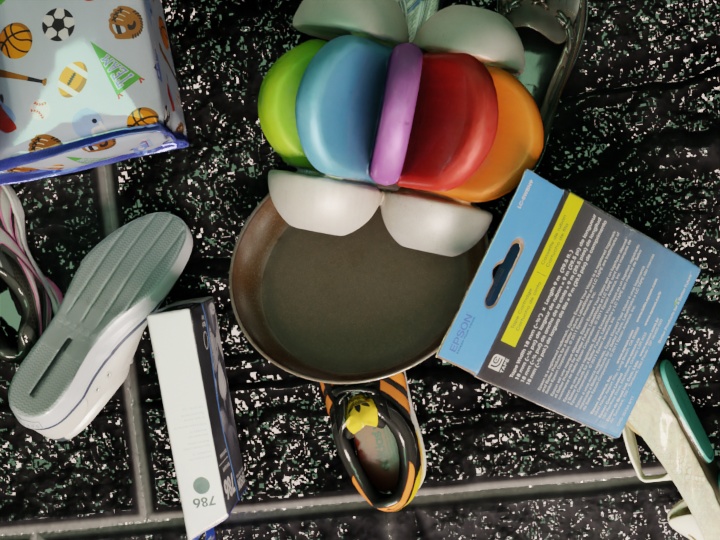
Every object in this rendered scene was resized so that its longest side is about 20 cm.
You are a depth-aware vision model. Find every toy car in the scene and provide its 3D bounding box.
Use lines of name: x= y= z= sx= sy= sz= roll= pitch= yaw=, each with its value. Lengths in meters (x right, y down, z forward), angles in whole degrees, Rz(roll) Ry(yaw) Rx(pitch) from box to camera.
toy car: x=0.031 y=-0.104 z=0.983 sx=0.198 sy=0.150 sz=0.177 roll=10 pitch=93 yaw=-11

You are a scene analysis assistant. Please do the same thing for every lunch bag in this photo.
lunch bag: x=-0.248 y=-0.157 z=1.080 sx=0.198 sy=0.124 sz=0.172 roll=-11 pitch=86 yaw=5

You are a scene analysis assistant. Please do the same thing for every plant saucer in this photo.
plant saucer: x=0.000 y=0.000 z=1.077 sx=0.198 sy=0.032 sz=0.202 roll=-6 pitch=60 yaw=10

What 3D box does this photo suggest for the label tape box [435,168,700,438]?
label tape box: x=0.138 y=0.021 z=1.033 sx=0.199 sy=0.063 sz=0.145 roll=26 pitch=91 yaw=-36

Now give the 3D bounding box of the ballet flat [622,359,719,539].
ballet flat: x=0.252 y=0.162 z=1.099 sx=0.062 sy=0.067 sz=0.201 roll=-30 pitch=83 yaw=22

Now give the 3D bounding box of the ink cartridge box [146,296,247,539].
ink cartridge box: x=-0.122 y=0.125 z=1.106 sx=0.039 sy=0.099 sz=0.202 roll=-8 pitch=94 yaw=5

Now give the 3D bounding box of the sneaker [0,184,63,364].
sneaker: x=-0.297 y=-0.014 z=1.117 sx=0.080 sy=0.086 sz=0.201 roll=-36 pitch=91 yaw=6

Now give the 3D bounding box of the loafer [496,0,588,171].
loafer: x=0.132 y=-0.165 z=1.077 sx=0.071 sy=0.063 sz=0.202 roll=10 pitch=95 yaw=5

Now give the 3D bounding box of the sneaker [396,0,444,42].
sneaker: x=0.029 y=-0.162 z=1.083 sx=0.085 sy=0.077 sz=0.201 roll=24 pitch=97 yaw=-1

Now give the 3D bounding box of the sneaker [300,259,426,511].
sneaker: x=0.002 y=0.088 z=1.095 sx=0.069 sy=0.090 sz=0.202 roll=-18 pitch=92 yaw=6

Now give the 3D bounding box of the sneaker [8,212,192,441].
sneaker: x=-0.200 y=0.043 z=1.121 sx=0.073 sy=0.071 sz=0.200 roll=31 pitch=73 yaw=22
